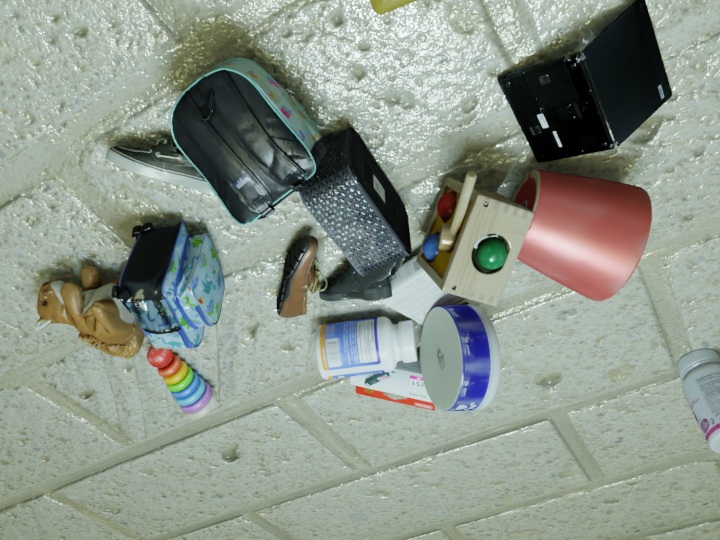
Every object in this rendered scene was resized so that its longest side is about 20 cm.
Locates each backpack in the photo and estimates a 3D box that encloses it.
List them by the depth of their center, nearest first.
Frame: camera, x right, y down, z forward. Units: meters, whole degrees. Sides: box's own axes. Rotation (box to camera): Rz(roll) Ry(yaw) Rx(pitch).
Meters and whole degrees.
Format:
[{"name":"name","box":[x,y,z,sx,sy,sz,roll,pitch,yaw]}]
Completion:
[{"name":"backpack","box":[-0.164,-0.199,0.875,0.175,0.154,0.200,-31,117,26]},{"name":"backpack","box":[-0.323,0.039,1.076,0.145,0.185,0.202,-1,138,2]}]

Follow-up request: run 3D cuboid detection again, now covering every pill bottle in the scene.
[{"name":"pill bottle","box":[0.013,0.155,1.235,0.197,0.113,0.113,-8,133,6]},{"name":"pill bottle","box":[0.764,0.277,1.297,0.111,0.202,0.114,0,133,0]}]

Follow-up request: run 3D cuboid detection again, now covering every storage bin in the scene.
[{"name":"storage bin","box":[-0.004,-0.109,0.975,0.093,0.136,0.201,-23,129,20]}]

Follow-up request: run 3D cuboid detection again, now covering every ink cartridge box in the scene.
[{"name":"ink cartridge box","box":[0.144,0.036,1.187,0.160,0.051,0.199,-32,144,25]},{"name":"ink cartridge box","box":[0.074,0.255,1.342,0.197,0.044,0.175,10,133,12]}]

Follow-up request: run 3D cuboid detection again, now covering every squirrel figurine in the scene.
[{"name":"squirrel figurine","box":[-0.515,0.091,1.156,0.184,0.143,0.202,-2,131,10]}]

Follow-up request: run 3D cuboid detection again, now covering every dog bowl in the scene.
[{"name":"dog bowl","box":[0.187,0.168,1.170,0.078,0.202,0.202,1,134,-18]}]

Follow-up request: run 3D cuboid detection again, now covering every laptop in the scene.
[{"name":"laptop","box":[0.339,-0.276,0.915,0.198,0.104,0.178,-5,138,40]}]

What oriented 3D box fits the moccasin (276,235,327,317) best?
[{"name":"moccasin","box":[-0.105,0.016,1.134,0.077,0.074,0.203,4,130,-17]}]

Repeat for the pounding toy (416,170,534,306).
[{"name":"pounding toy","box":[0.168,-0.063,0.955,0.140,0.200,0.186,15,105,-15]}]

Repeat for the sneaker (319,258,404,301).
[{"name":"sneaker","box":[-0.002,0.001,1.126,0.198,0.060,0.106,-1,101,38]}]

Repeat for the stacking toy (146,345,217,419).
[{"name":"stacking toy","box":[-0.399,0.233,1.333,0.084,0.086,0.201,-17,124,14]}]

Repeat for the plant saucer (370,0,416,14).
[{"name":"plant saucer","box":[0.078,-0.434,0.740,0.197,0.049,0.201,-16,130,14]}]

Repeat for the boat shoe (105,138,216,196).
[{"name":"boat shoe","box":[-0.303,-0.175,0.967,0.197,0.071,0.065,15,99,-4]}]

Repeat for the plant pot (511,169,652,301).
[{"name":"plant pot","box":[0.341,-0.071,0.995,0.175,0.202,0.202,18,131,-4]}]
